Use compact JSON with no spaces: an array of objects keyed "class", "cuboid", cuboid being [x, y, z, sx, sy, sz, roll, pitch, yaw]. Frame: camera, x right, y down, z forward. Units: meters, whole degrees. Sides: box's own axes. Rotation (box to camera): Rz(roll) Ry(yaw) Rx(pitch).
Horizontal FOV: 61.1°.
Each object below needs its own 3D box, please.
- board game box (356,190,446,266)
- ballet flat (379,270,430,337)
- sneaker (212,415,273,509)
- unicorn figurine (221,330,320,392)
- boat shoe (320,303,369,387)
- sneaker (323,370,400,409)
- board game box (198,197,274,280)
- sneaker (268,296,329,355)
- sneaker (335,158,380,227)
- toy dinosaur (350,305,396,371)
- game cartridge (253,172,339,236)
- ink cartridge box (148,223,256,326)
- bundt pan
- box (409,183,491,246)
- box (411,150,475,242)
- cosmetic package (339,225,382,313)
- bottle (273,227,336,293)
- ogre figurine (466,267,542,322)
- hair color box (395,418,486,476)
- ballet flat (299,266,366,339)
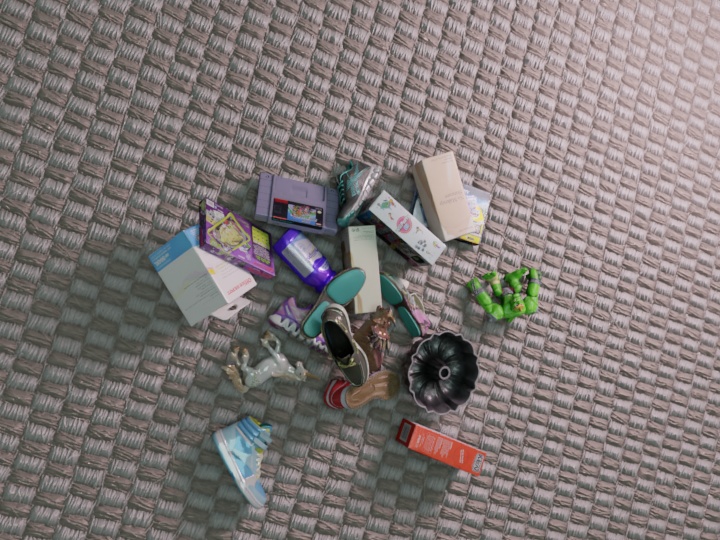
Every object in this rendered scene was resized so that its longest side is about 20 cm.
[{"class":"board game box","cuboid":[0.093,-0.096,1.462,0.199,0.147,0.065,41,80,-9]},{"class":"ballet flat","cuboid":[0.108,0.070,1.503,0.071,0.069,0.202,-44,104,-35]},{"class":"sneaker","cuboid":[-0.234,0.423,1.376,0.129,0.079,0.203,-30,95,-13]},{"class":"unicorn figurine","cuboid":[-0.208,0.217,1.406,0.196,0.074,0.140,-23,102,-1]},{"class":"boat shoe","cuboid":[-0.036,0.175,1.328,0.071,0.061,0.205,-14,111,18]},{"class":"sneaker","cuboid":[0.000,0.285,1.462,0.197,0.111,0.073,-5,85,-46]},{"class":"board game box","cuboid":[-0.270,-0.067,1.342,0.199,0.032,0.122,31,36,-45]},{"class":"sneaker","cuboid":[-0.114,0.130,1.430,0.198,0.080,0.090,32,72,-10]},{"class":"sneaker","cuboid":[-0.027,-0.189,1.461,0.090,0.078,0.202,27,53,-1]},{"class":"toy dinosaur","cuboid":[0.025,0.180,1.405,0.086,0.133,0.203,-53,141,-44]},{"class":"game cartridge","cuboid":[-0.147,-0.155,1.431,0.195,0.039,0.132,11,51,-15]},{"class":"ink cartridge box","cuboid":[-0.334,0.013,1.324,0.124,0.128,0.203,-28,95,26]},{"class":"bundt pan","cuboid":[0.189,0.245,1.495,0.197,0.076,0.207,-1,93,-21]},{"class":"box","cuboid":[0.227,-0.158,1.557,0.196,0.038,0.140,17,82,-14]},{"class":"box","cuboid":[0.202,-0.175,1.491,0.093,0.078,0.204,-19,91,-16]},{"class":"cosmetic package","cuboid":[0.000,0.000,1.453,0.069,0.105,0.205,-4,86,-13]},{"class":"bottle","cuboid":[-0.115,-0.009,1.433,0.200,0.065,0.084,47,33,-7]},{"class":"ogre figurine","cuboid":[0.381,0.064,1.562,0.196,0.098,0.123,-2,69,-30]},{"class":"hair color box","cuboid":[0.194,0.428,1.480,0.197,0.101,0.062,24,80,-12]},{"class":"ballet flat","cuboid":[-0.069,0.069,1.378,0.068,0.075,0.201,42,82,-12]}]
